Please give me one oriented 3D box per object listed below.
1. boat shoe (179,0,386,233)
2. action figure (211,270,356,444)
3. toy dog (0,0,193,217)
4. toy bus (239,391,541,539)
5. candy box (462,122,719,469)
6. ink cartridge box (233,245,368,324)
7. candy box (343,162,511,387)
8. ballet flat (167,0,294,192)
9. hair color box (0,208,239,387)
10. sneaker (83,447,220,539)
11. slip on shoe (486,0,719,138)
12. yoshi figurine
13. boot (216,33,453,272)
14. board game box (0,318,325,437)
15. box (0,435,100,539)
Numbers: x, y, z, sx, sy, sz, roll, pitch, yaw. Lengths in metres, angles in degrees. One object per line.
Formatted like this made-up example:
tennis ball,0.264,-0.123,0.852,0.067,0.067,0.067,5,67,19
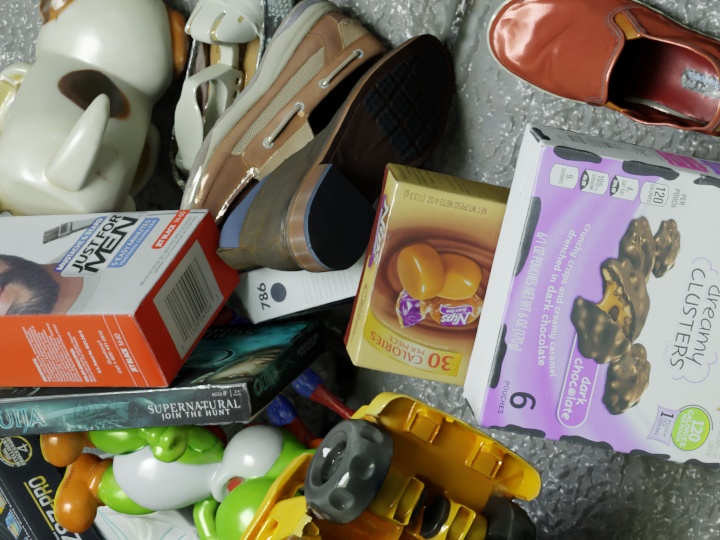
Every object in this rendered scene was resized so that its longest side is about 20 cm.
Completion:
boat shoe,-0.051,-0.082,1.571,0.072,0.076,0.200,29,88,19
action figure,-0.073,0.045,1.635,0.200,0.099,0.065,39,113,3
toy dog,-0.196,-0.112,1.640,0.139,0.200,0.194,19,149,-1
toy bus,-0.009,0.169,1.409,0.200,0.136,0.192,-61,21,-5
candy box,0.176,0.019,1.378,0.200,0.072,0.168,10,102,-7
ink cartridge box,0.000,0.000,1.550,0.200,0.099,0.039,-14,88,36
candy box,0.101,0.015,1.436,0.200,0.056,0.117,12,103,-9
ballet flat,-0.091,-0.141,1.623,0.072,0.072,0.201,19,103,33
hair color box,-0.192,0.018,1.530,0.200,0.111,0.064,-3,126,30
sneaker,-0.116,0.187,1.674,0.200,0.070,0.080,25,132,26
slip on shoe,0.157,-0.127,1.454,0.200,0.061,0.074,23,108,33
yoshi figurine,-0.108,0.143,1.545,0.200,0.112,0.112,4,83,16
boot,-0.018,-0.075,1.521,0.097,0.200,0.075,-9,127,43
board game box,-0.138,0.068,1.540,0.200,0.135,0.028,-5,105,20
box,-0.250,0.195,1.738,0.200,0.049,0.161,56,147,19
